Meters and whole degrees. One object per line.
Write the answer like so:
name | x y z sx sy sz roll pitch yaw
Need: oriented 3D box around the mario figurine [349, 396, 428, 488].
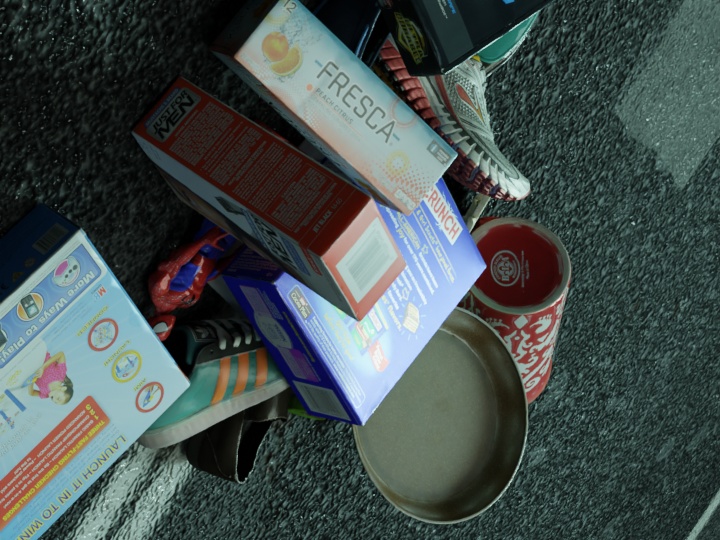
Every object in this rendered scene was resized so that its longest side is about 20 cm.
mario figurine | 0.043 0.146 1.611 0.106 0.124 0.200 -13 -178 -6

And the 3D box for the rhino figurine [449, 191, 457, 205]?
rhino figurine | 0.032 -0.001 1.572 0.200 0.060 0.087 -62 168 17

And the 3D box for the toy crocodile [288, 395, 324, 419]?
toy crocodile | -0.027 0.101 1.533 0.200 0.062 0.068 127 -23 -74

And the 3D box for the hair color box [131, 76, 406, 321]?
hair color box | -0.069 -0.054 1.231 0.064 0.200 0.111 -49 150 -11

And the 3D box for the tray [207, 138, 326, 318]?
tray | -0.050 -0.047 1.431 0.200 0.022 0.107 -50 141 -8

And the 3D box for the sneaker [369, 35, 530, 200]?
sneaker | 0.086 -0.142 1.393 0.082 0.078 0.200 -41 106 -11

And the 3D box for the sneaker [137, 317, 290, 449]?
sneaker | -0.116 0.073 1.401 0.200 0.071 0.080 -31 126 -16

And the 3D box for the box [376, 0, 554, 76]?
box | 0.066 -0.273 1.260 0.159 0.046 0.201 -35 111 -29

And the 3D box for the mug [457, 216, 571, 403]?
mug | 0.128 0.027 1.633 0.133 0.178 0.200 -27 157 -17

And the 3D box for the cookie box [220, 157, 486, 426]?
cookie box | 0.000 0.000 1.386 0.200 0.075 0.171 -49 127 -28

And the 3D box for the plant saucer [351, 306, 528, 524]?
plant saucer | 0.068 0.132 1.503 0.200 0.032 0.201 5 81 -32

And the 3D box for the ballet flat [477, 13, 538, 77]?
ballet flat | 0.088 -0.190 1.464 0.200 0.073 0.073 -54 151 -4

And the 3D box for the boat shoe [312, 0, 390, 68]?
boat shoe | 0.039 -0.236 1.334 0.200 0.069 0.084 -55 151 0

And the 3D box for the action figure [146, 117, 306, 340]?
action figure | -0.119 -0.027 1.347 0.200 0.052 0.065 -54 156 3

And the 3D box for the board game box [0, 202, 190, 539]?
board game box | -0.250 0.087 1.221 0.200 0.056 0.196 -45 138 -17

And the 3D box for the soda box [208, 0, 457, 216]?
soda box | -0.020 -0.131 1.266 0.200 0.064 0.068 42 84 -27

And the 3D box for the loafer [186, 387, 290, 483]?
loafer | -0.086 0.110 1.504 0.073 0.071 0.200 3 117 -56

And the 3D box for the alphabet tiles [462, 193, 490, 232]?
alphabet tiles | 0.080 -0.007 1.599 0.200 0.015 0.196 -58 178 -19
